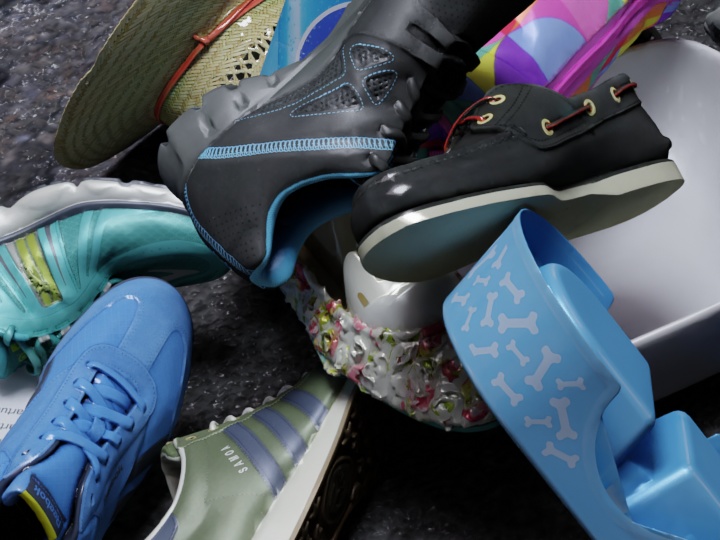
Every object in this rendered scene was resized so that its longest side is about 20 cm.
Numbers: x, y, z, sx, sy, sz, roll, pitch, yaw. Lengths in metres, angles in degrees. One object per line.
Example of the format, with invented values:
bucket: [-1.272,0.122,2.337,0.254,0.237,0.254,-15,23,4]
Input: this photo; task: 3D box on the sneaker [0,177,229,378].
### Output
sneaker: [-0.152,0.013,1.135,0.199,0.078,0.080,-13,58,2]

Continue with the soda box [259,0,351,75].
soda box: [-0.008,-0.100,1.175,0.064,0.201,0.068,20,6,9]

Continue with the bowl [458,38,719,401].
bowl: [0.121,-0.011,1.133,0.199,0.075,0.200,-24,40,-14]

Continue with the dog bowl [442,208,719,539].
dog bowl: [0.104,0.069,0.957,0.049,0.200,0.112,-36,11,14]

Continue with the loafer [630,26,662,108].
loafer: [0.060,-0.078,1.250,0.199,0.073,0.071,-16,8,-2]

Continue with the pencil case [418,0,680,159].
pencil case: [0.076,-0.106,1.141,0.088,0.089,0.200,21,51,35]

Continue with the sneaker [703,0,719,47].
sneaker: [0.228,-0.108,1.129,0.079,0.200,0.075,-52,57,17]

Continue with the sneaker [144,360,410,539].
sneaker: [-0.045,0.082,1.067,0.089,0.067,0.201,11,47,20]

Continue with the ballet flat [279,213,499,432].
ballet flat: [0.000,0.000,1.058,0.075,0.064,0.200,-27,38,-20]

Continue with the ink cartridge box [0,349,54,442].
ink cartridge box: [-0.228,0.080,1.145,0.198,0.041,0.200,1,41,17]

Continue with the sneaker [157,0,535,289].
sneaker: [0.012,-0.072,1.025,0.200,0.073,0.082,-39,57,10]

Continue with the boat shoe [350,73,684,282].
boat shoe: [0.059,-0.041,1.012,0.074,0.063,0.201,-33,-11,39]

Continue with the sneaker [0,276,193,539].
sneaker: [-0.123,0.083,1.046,0.066,0.078,0.201,36,64,-8]

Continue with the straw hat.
straw hat: [-0.059,-0.101,1.259,0.085,0.201,0.201,43,59,11]
